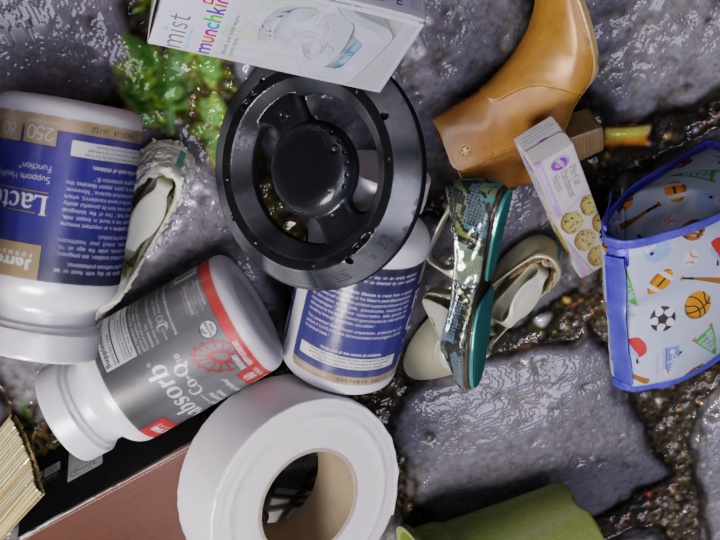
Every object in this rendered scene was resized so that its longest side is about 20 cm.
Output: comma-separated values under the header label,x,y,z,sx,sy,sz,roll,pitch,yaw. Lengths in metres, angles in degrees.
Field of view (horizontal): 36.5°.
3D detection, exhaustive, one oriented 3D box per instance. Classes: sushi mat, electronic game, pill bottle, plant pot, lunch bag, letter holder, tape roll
label,x,y,z,sx,sy,sz,roll,pitch,yaw
sushi mat,-0.373,0.237,1.038,0.200,0.096,0.012,-47,142,14
electronic game,-0.037,-0.084,0.899,0.201,0.200,0.042,-58,159,20
pill bottle,-0.180,0.081,0.979,0.199,0.116,0.116,-30,121,5
plant pot,0.163,0.323,1.164,0.183,0.200,0.201,-24,122,-12
lunch bag,0.296,-0.003,1.011,0.199,0.124,0.171,-31,125,-28
letter holder,-0.205,0.221,1.061,0.199,0.101,0.143,-29,123,4
tape roll,-0.063,0.201,1.001,0.201,0.071,0.204,-11,109,-33
pill bottle,-0.242,-0.034,0.865,0.115,0.116,0.202,8,94,-17
pill bottle,0.000,0.000,0.976,0.110,0.111,0.201,6,117,-16

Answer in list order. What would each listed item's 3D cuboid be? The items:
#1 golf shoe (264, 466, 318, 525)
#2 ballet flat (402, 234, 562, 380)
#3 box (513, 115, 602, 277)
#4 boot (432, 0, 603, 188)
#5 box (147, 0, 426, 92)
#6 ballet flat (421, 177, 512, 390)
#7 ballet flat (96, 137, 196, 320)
label,x,y,z,sx,sy,sz,roll,pitch,yaw
golf shoe,-0.080,0.264,1.116,0.199,0.095,0.078,-19,123,0
ballet flat,0.120,0.046,1.056,0.069,0.070,0.200,36,106,-27
box,0.187,-0.061,0.985,0.041,0.039,0.200,-31,144,4
boot,0.130,-0.157,0.943,0.143,0.071,0.202,-19,125,-2
box,-0.050,-0.248,0.768,0.175,0.201,0.097,8,154,-17
ballet flat,0.090,0.010,0.985,0.074,0.074,0.201,2,110,-14
ballet flat,-0.209,-0.026,0.942,0.071,0.072,0.200,27,110,-24
